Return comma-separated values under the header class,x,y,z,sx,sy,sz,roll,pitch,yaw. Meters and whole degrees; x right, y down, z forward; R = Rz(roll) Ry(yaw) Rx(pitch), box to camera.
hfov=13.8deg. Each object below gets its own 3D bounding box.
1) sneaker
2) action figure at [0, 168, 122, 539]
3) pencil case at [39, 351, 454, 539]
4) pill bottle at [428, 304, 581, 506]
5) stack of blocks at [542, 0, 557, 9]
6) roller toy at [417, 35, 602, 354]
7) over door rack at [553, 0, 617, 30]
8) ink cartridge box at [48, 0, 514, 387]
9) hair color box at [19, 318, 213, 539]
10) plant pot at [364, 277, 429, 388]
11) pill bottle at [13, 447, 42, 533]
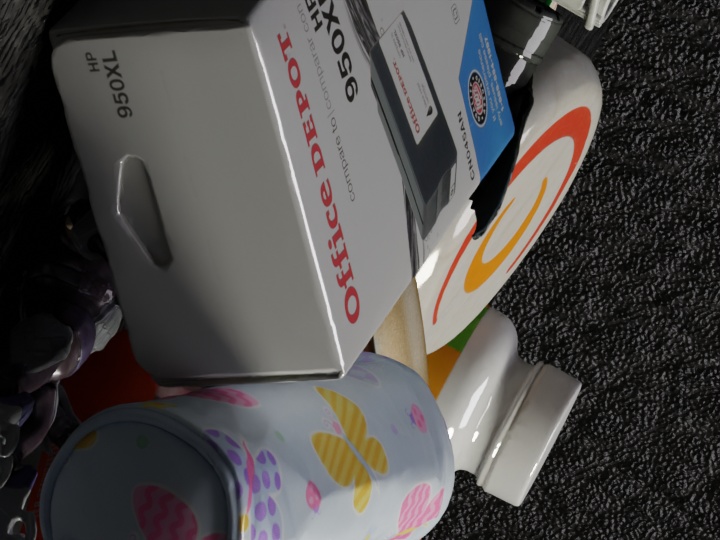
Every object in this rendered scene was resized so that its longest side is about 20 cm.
class,x,y,z,sx,sy,sz,roll,pitch,yaw
sneaker,0.035,-0.083,1.317,0.105,0.060,0.200,-65,-161,6
action figure,-0.120,0.037,1.121,0.200,0.069,0.131,-61,168,-47
pencil case,-0.040,0.081,1.118,0.090,0.084,0.200,-22,175,24
pill bottle,0.023,0.055,1.736,0.111,0.199,0.111,-61,174,-11
stack of blocks,0.044,-0.088,1.700,0.201,0.115,0.059,-61,174,-20
roller toy,0.021,-0.060,1.518,0.182,0.139,0.201,-30,151,-58
over door rack,0.055,-0.170,1.297,0.067,0.147,0.200,-61,174,5
ink cartridge box,-0.023,-0.067,1.109,0.200,0.084,0.145,-54,135,-53
hair color box,-0.073,0.086,1.224,0.064,0.111,0.201,-19,-136,31
plant pot,0.000,0.000,1.318,0.200,0.027,0.201,170,-90,-83
pill bottle,-0.135,0.172,1.343,0.114,0.113,0.201,-54,169,-54
